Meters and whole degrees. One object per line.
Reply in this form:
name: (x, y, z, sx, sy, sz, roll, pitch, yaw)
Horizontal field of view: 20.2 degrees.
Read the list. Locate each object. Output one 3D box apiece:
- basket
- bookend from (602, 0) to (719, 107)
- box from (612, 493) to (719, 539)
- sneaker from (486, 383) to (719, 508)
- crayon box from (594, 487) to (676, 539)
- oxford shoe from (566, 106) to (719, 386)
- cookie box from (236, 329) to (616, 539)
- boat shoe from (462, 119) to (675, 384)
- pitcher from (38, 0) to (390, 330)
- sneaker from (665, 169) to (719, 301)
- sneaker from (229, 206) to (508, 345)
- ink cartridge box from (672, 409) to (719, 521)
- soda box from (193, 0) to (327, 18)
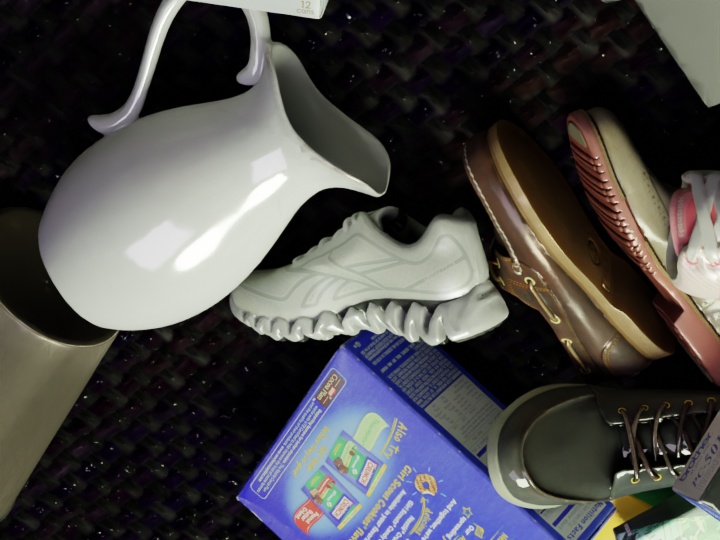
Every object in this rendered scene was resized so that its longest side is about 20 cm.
basket: (-0.256, 0.062, 1.337, 0.180, 0.137, 0.200, 23, 128, -30)
bookend: (0.259, -0.143, 1.072, 0.198, 0.092, 0.200, -24, 121, 30)
box: (0.283, 0.181, 1.306, 0.199, 0.036, 0.145, -30, 108, 5)
sneaker: (0.176, 0.100, 1.232, 0.106, 0.199, 0.075, -11, 86, 52)
crayon box: (0.196, 0.189, 1.378, 0.199, 0.058, 0.119, 28, 130, -10)
oxford shoe: (0.191, -0.027, 1.213, 0.075, 0.071, 0.200, -34, 115, 2)
cookie box: (0.041, 0.153, 1.332, 0.200, 0.075, 0.171, 42, 129, 9)
boat shoe: (0.114, -0.003, 1.233, 0.070, 0.071, 0.200, -24, 120, 27)
pitcher: (-0.108, -0.069, 1.217, 0.199, 0.121, 0.172, -31, 96, 21)
sneaker: (0.229, -0.024, 1.096, 0.104, 0.076, 0.200, 13, 162, -11)
sneaker: (0.000, 0.000, 1.258, 0.199, 0.075, 0.082, -2, 106, 36)
ink cartridge box: (0.278, 0.072, 1.195, 0.094, 0.044, 0.201, 34, 86, -14)
soda box: (-0.110, -0.197, 1.130, 0.199, 0.068, 0.064, 9, 129, 6)
